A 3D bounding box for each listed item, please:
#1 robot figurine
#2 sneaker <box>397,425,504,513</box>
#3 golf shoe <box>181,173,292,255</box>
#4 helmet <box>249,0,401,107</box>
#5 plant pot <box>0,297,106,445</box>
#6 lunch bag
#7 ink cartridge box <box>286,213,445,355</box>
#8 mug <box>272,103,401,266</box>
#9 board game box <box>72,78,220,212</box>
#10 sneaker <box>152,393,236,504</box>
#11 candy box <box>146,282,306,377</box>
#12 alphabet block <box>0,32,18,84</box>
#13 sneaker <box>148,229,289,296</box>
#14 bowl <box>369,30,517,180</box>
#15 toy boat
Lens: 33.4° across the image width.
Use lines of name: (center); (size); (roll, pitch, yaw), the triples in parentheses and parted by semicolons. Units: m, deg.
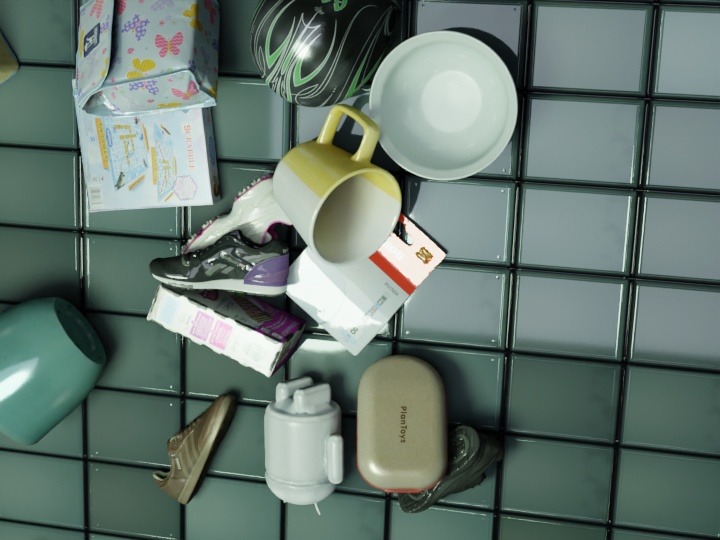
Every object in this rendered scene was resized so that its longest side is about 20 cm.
robot figurine: (-0.085, 0.261, 1.785); (0.169, 0.113, 0.201); (17, 110, 47)
sneaker: (0.133, 0.303, 1.765); (0.091, 0.076, 0.200); (17, 136, -35)
golf shoe: (-0.179, -0.052, 1.759); (0.200, 0.075, 0.092); (-38, 95, 19)
helmet: (-0.057, -0.316, 1.618); (0.200, 0.200, 0.191); (36, 91, 3)
plant pot: (-0.485, 0.135, 1.814); (0.161, 0.201, 0.201); (-35, 93, 4)
lunch bag: (-0.306, -0.310, 1.672); (0.199, 0.127, 0.170); (-5, 69, 17)
ink cartridge box: (0.000, 0.000, 1.741); (0.160, 0.047, 0.200); (42, 110, 1)
mug: (-0.033, -0.120, 1.669); (0.187, 0.149, 0.153); (-48, 47, -1)
board game box: (-0.315, -0.192, 1.772); (0.199, 0.041, 0.201); (-2, 102, 13)
sneaker: (-0.260, 0.267, 1.850); (0.075, 0.070, 0.200); (28, 107, 6)
candy box: (-0.192, 0.073, 1.756); (0.200, 0.136, 0.061); (24, 105, 6)
alphabet block: (-0.655, -0.322, 1.738); (0.195, 0.200, 0.197); (-30, 94, 17)
sneaker: (-0.201, -0.020, 1.720); (0.199, 0.076, 0.088); (4, 105, -4)
bowl: (0.119, -0.228, 1.639); (0.201, 0.090, 0.202); (3, 104, 13)
toy boat: (0.058, 0.226, 1.744); (0.130, 0.131, 0.201); (2, 72, -3)
